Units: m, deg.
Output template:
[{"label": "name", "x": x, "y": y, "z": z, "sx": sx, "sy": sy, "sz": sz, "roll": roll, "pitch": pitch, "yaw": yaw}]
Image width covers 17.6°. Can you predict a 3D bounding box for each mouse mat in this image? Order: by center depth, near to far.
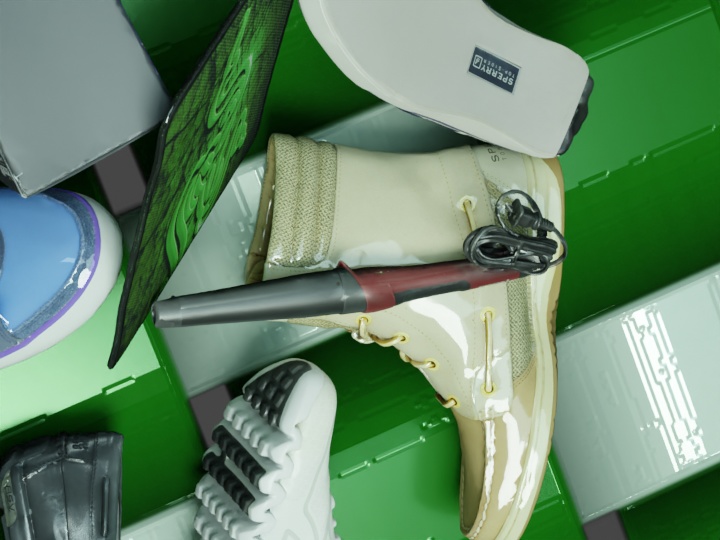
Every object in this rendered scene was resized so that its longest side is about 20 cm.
[{"label": "mouse mat", "x": -0.064, "y": -0.061, "z": 1.027, "sx": 0.008, "sy": 0.200, "sz": 0.161, "roll": 27, "pitch": 55, "yaw": 3}]

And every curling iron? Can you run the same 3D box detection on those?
[{"label": "curling iron", "x": 0.000, "y": 0.000, "z": 1.083, "sx": 0.199, "sy": 0.026, "sz": 0.050, "roll": -11, "pitch": 128, "yaw": -10}]

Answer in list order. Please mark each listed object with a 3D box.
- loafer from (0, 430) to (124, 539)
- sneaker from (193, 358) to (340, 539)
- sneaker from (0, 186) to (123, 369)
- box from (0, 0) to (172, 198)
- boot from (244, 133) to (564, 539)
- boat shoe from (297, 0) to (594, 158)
[{"label": "loafer", "x": -0.123, "y": 0.176, "z": 1.120, "sx": 0.070, "sy": 0.068, "sz": 0.201, "roll": -12, "pitch": 95, "yaw": -3}, {"label": "sneaker", "x": -0.040, "y": 0.136, "z": 1.132, "sx": 0.081, "sy": 0.075, "sz": 0.201, "roll": 7, "pitch": 111, "yaw": -24}, {"label": "sneaker", "x": -0.220, "y": -0.004, "z": 1.006, "sx": 0.199, "sy": 0.146, "sz": 0.081, "roll": -12, "pitch": 71, "yaw": 19}, {"label": "box", "x": -0.157, "y": -0.115, "z": 1.015, "sx": 0.079, "sy": 0.200, "sz": 0.142, "roll": -27, "pitch": 102, "yaw": -10}, {"label": "boot", "x": 0.017, "y": 0.034, "z": 1.138, "sx": 0.155, "sy": 0.073, "sz": 0.201, "roll": 3, "pitch": 93, "yaw": -15}, {"label": "boat shoe", "x": 0.016, "y": -0.107, "z": 1.078, "sx": 0.200, "sy": 0.093, "sz": 0.075, "roll": 30, "pitch": 80, "yaw": -46}]
